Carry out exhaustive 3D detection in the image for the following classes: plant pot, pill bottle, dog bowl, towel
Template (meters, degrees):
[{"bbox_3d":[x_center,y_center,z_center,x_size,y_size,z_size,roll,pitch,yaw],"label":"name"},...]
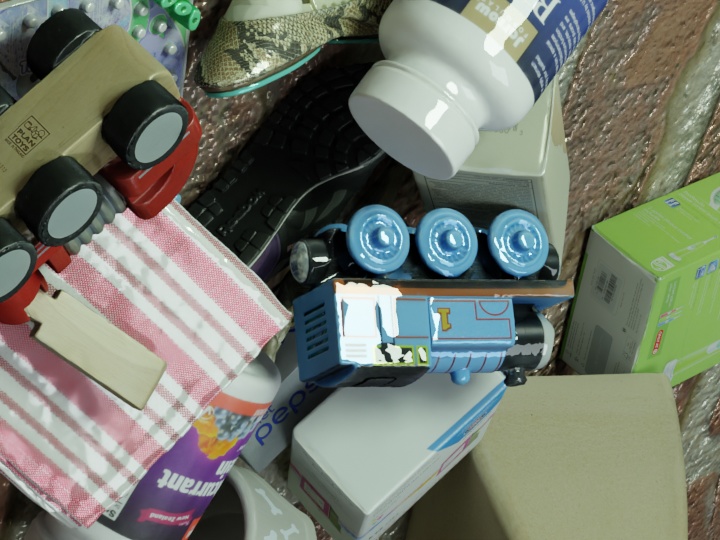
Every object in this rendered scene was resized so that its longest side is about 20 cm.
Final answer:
[{"bbox_3d":[0.165,0.218,1.770,0.199,0.178,0.201,-1,130,-15],"label":"plant pot"},{"bbox_3d":[-0.148,0.127,1.464,0.111,0.111,0.201,15,110,-53],"label":"pill bottle"},{"bbox_3d":[0.081,-0.159,1.367,0.200,0.111,0.111,-54,147,-15],"label":"pill bottle"},{"bbox_3d":[-0.124,0.220,1.514,0.200,0.200,0.059,-50,127,1],"label":"dog bowl"},{"bbox_3d":[-0.159,0.050,1.357,0.200,0.030,0.146,-45,113,-1],"label":"towel"}]

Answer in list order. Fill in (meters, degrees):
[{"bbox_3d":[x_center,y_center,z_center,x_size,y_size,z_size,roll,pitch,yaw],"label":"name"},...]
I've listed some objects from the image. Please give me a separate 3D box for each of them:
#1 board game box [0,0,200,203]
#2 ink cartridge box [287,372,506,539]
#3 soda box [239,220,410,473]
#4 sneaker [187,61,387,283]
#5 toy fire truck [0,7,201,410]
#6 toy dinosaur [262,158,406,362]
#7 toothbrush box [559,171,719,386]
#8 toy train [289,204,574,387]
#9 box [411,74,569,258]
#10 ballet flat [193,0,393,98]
[{"bbox_3d":[-0.184,-0.077,1.311,0.199,0.026,0.201,-21,136,-35],"label":"board game box"},{"bbox_3d":[0.024,0.123,1.608,0.144,0.085,0.200,-41,171,-13],"label":"ink cartridge box"},{"bbox_3d":[-0.032,0.047,1.560,0.200,0.063,0.068,-44,145,-9],"label":"soda box"},{"bbox_3d":[-0.040,-0.058,1.465,0.200,0.076,0.088,-41,159,-6],"label":"sneaker"},{"bbox_3d":[-0.161,-0.022,1.274,0.176,0.129,0.200,-43,156,-11],"label":"toy fire truck"},{"bbox_3d":[0.000,0.000,1.506,0.200,0.088,0.047,-51,162,-12],"label":"toy dinosaur"},{"bbox_3d":[0.279,0.011,1.852,0.199,0.086,0.146,-22,137,-33],"label":"toothbrush box"},{"bbox_3d":[0.047,0.020,1.443,0.199,0.087,0.115,1,78,-26],"label":"toy train"},{"bbox_3d":[0.093,-0.069,1.504,0.200,0.094,0.078,70,28,-71],"label":"box"},{"bbox_3d":[-0.035,-0.166,1.368,0.200,0.068,0.076,-23,113,-45],"label":"ballet flat"}]
